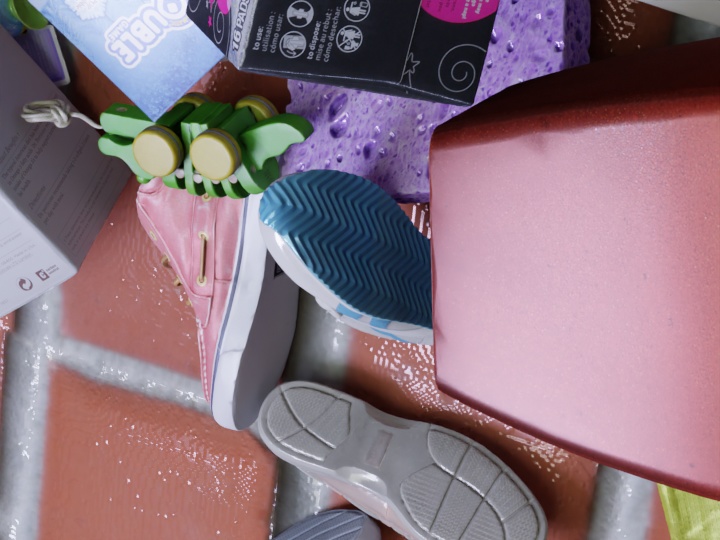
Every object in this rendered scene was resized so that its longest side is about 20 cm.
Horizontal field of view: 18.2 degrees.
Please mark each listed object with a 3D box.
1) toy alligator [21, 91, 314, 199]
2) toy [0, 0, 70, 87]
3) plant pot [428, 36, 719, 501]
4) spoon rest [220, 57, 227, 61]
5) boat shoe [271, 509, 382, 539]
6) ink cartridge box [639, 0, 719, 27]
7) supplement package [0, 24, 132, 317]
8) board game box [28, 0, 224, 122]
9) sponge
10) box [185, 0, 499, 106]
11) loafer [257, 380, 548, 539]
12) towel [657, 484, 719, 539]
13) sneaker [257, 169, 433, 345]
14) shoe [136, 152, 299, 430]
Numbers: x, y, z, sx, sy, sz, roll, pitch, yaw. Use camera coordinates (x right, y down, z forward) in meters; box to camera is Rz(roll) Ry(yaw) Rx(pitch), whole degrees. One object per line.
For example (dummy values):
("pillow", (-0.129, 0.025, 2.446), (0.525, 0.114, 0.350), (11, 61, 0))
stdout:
("toy alligator", (-0.114, -0.072, 1.351), (0.200, 0.059, 0.054), (5, 120, 27))
("toy", (-0.292, -0.153, 1.474), (0.200, 0.047, 0.115), (-12, 102, 30))
("plant pot", (0.137, -0.012, 1.121), (0.176, 0.200, 0.200), (4, 106, 21))
("spoon rest", (-0.050, -0.189, 1.325), (0.200, 0.061, 0.099), (-31, 131, 31))
("boat shoe", (-0.046, 0.215, 1.479), (0.200, 0.074, 0.067), (-27, 109, 42))
("ink cartridge box", (0.161, -0.212, 1.164), (0.200, 0.048, 0.146), (15, 120, -15))
("supplement package", (-0.262, -0.079, 1.411), (0.117, 0.117, 0.200), (-27, 114, 32))
("board game box", (-0.122, -0.214, 1.261), (0.199, 0.043, 0.200), (43, 126, -10))
("sponge", (0.040, -0.095, 1.289), (0.200, 0.030, 0.112), (-4, 78, 39))
("box", (0.003, -0.199, 1.118), (0.132, 0.115, 0.200), (8, 107, -21))
("loafer", (0.029, 0.131, 1.412), (0.200, 0.072, 0.063), (27, 162, 17))
("towel", (0.266, 0.124, 1.303), (0.200, 0.018, 0.086), (-8, 103, 30))
("sneaker", (0.000, 0.000, 1.302), (0.081, 0.200, 0.077), (-2, 69, 38))
("shoe", (-0.091, -0.004, 1.415), (0.091, 0.071, 0.201), (17, 110, 23))
